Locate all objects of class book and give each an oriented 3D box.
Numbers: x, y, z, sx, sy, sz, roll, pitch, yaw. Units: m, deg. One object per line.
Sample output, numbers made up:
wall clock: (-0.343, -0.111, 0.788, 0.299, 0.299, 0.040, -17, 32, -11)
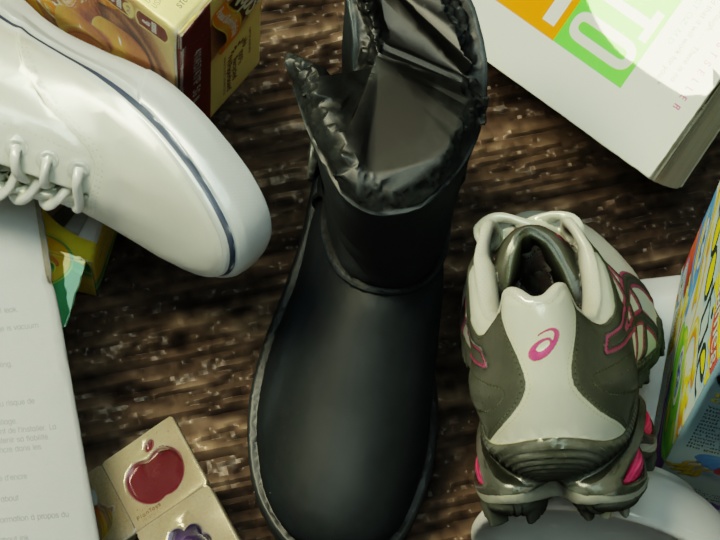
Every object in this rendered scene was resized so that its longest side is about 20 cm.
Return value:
book: (0.083, -0.145, 0.958, 0.200, 0.048, 0.134, 38, 101, 20)

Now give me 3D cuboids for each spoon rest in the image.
spoon rest: (0.137, 0.116, 0.859, 0.199, 0.099, 0.061, 13, 64, -8)

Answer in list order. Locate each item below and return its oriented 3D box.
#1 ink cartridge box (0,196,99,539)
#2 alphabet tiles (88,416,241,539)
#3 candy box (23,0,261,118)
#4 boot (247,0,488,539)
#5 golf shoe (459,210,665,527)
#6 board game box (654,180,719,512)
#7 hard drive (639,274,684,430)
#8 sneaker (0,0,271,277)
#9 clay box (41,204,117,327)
ink cartridge box: (-0.199, 0.069, 0.854, 0.197, 0.047, 0.200, -5, 61, -17)
alphabet tiles: (-0.115, 0.173, 0.864, 0.200, 0.008, 0.167, -34, 61, 5)
candy box: (-0.130, -0.142, 0.902, 0.200, 0.115, 0.055, 37, 73, 9)
boot: (0.000, 0.000, 0.878, 0.076, 0.168, 0.201, 9, 72, 2)
golf shoe: (0.072, 0.010, 0.853, 0.077, 0.200, 0.088, -8, 114, 3)
board game box: (0.169, 0.021, 0.827, 0.105, 0.200, 0.103, 11, 71, 3)
hard drive: (0.174, 0.062, 0.933, 0.199, 0.025, 0.132, -7, 71, -3)
sneaker: (-0.126, -0.051, 0.881, 0.200, 0.073, 0.071, 34, 53, 17)
clay box: (-0.143, -0.076, 0.966, 0.115, 0.048, 0.200, 15, 73, 2)
